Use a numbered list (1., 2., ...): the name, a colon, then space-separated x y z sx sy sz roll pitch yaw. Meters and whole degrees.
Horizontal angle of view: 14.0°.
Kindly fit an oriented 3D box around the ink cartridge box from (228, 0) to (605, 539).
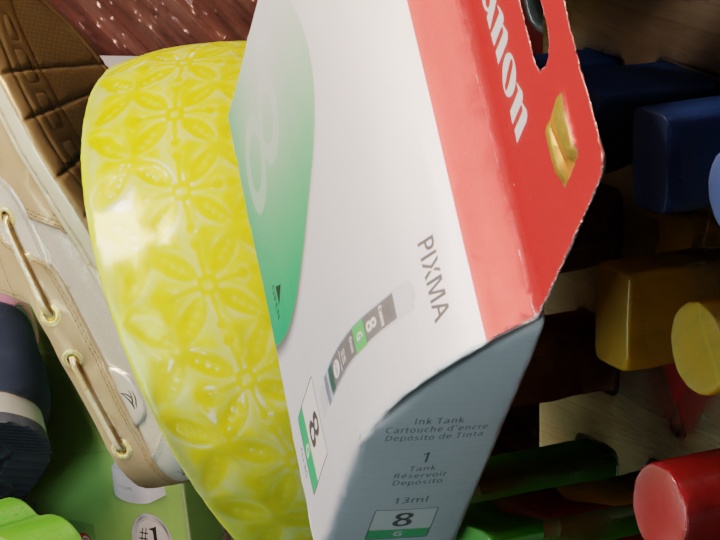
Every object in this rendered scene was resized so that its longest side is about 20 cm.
1. ink cartridge box: 0.009 -0.035 0.816 0.200 0.050 0.161 105 157 -56

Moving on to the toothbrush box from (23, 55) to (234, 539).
1. toothbrush box: -0.096 0.019 1.172 0.145 0.086 0.201 4 107 45

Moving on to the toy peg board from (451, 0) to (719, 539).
1. toy peg board: 0.081 0.024 0.853 0.200 0.098 0.200 24 119 57

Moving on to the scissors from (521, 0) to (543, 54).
1. scissors: 0.056 -0.043 1.049 0.073 0.014 0.201 21 119 39

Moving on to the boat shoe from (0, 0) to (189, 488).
1. boat shoe: -0.105 -0.010 1.058 0.069 0.074 0.200 -31 87 29

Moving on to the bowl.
1. bowl: 0.000 0.000 1.018 0.107 0.200 0.201 -22 87 19

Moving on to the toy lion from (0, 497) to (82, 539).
1. toy lion: -0.131 0.179 1.073 0.191 0.069 0.201 11 111 51

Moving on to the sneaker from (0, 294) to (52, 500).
1. sneaker: -0.174 0.065 1.173 0.200 0.070 0.082 -39 49 50
